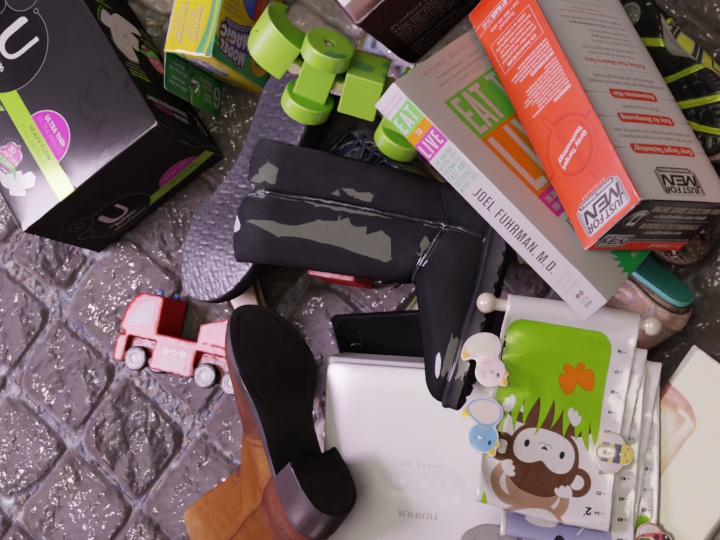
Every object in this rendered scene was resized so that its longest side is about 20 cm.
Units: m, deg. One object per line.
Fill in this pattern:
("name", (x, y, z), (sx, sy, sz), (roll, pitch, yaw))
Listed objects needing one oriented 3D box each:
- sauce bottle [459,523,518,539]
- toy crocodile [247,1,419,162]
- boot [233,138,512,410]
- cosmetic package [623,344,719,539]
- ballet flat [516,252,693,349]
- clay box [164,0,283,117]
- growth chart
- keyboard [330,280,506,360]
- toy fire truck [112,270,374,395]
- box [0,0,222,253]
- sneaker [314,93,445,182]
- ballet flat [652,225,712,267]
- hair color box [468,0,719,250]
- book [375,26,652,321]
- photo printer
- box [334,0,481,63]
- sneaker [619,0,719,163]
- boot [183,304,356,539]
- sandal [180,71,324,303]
("sauce bottle", (0.091, 0.269, 0.965), (0.066, 0.066, 0.201), (4, 118, 19))
("toy crocodile", (0.008, -0.137, 1.034), (0.199, 0.062, 0.068), (22, 132, -3))
("boot", (0.000, -0.001, 0.987), (0.199, 0.066, 0.166), (14, 71, 11))
("cosmetic package", (0.213, 0.159, 0.967), (0.087, 0.103, 0.200), (37, 94, 19))
("ballet flat", (0.156, -0.016, 1.032), (0.200, 0.068, 0.067), (47, 126, 20))
("clay box", (-0.102, -0.230, 1.120), (0.047, 0.115, 0.201), (8, 86, 19))
("growth chart", (0.138, 0.114, 0.913), (0.144, 0.018, 0.201), (-1, 81, -5))
("keyboard", (0.072, 0.039, 1.046), (0.199, 0.021, 0.128), (-3, 118, 19))
("toy fire truck", (-0.096, 0.029, 1.119), (0.199, 0.049, 0.142), (12, 87, 21))
("box", (-0.241, -0.141, 1.153), (0.148, 0.124, 0.200), (-37, 72, 12))
("sneaker", (0.016, -0.076, 1.077), (0.200, 0.081, 0.074), (39, 96, 20))
("ballet flat", (0.192, -0.086, 1.035), (0.067, 0.046, 0.200), (-37, 73, 10))
("hair color box", (0.162, -0.112, 0.947), (0.061, 0.101, 0.201), (-47, 55, 40))
("book", (0.115, -0.070, 0.954), (0.200, 0.134, 0.048), (46, 130, 4))
("photo printer", (0.051, 0.166, 1.028), (0.166, 0.069, 0.201), (3, 93, 17))
("box", (0.027, -0.279, 1.027), (0.166, 0.200, 0.164), (-41, 81, 9))
("sneaker", (0.221, -0.145, 1.025), (0.075, 0.076, 0.200), (-44, 53, 22))
("boot", (-0.086, 0.149, 1.065), (0.189, 0.068, 0.200), (60, 141, 19))
("sandal", (-0.073, -0.061, 1.083), (0.076, 0.043, 0.201), (26, 87, 35))
